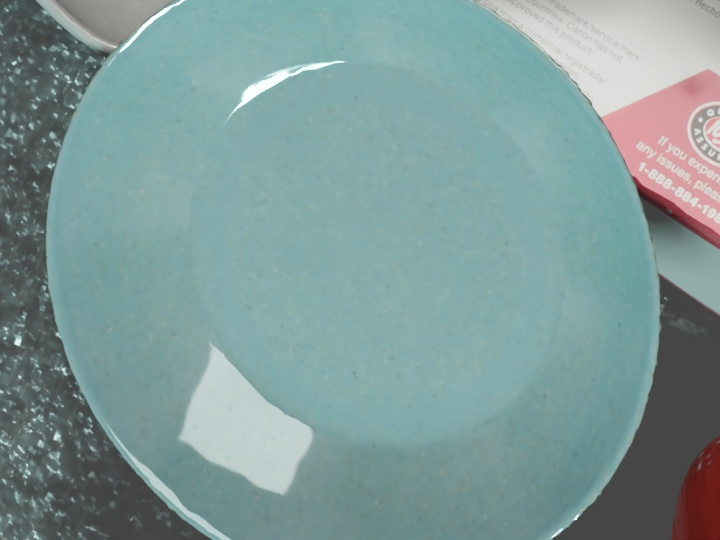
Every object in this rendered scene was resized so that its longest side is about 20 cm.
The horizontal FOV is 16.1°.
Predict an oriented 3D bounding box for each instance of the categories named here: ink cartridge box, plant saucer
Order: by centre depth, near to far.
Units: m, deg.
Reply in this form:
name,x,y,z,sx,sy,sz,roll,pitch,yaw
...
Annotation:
name,x,y,z,sx,sy,sz,roll,pitch,yaw
plant saucer,0.000,0.000,0.790,0.199,0.039,0.203,7,110,19
ink cartridge box,0.120,-0.110,0.820,0.145,0.083,0.201,34,81,10

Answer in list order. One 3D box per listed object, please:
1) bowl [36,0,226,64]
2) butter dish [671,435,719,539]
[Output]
name,x,y,z,sx,sy,sz,roll,pitch,yaw
bowl,-0.058,-0.179,0.847,0.200,0.075,0.200,-39,79,-6
butter dish,0.161,0.090,0.742,0.198,0.201,0.149,-9,53,0
